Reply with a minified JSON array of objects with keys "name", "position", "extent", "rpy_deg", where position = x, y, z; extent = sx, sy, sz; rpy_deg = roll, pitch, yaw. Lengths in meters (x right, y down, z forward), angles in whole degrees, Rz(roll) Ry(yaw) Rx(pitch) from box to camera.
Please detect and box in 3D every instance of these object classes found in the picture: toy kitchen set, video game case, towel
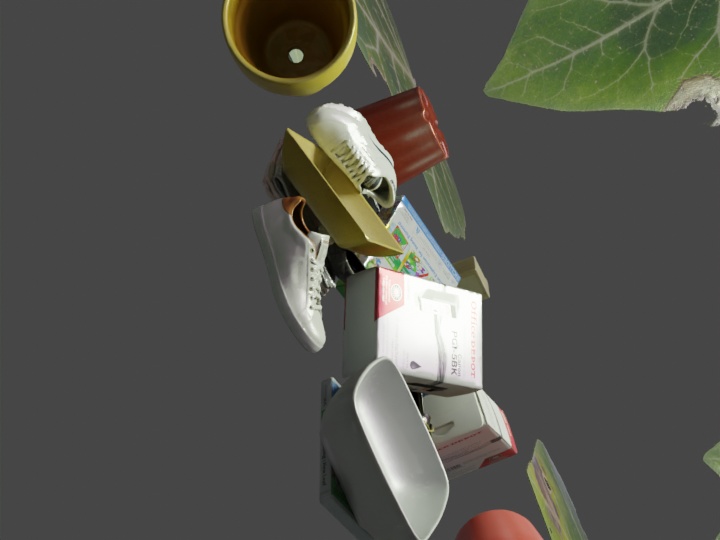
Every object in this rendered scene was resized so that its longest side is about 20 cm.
[{"name":"toy kitchen set","position":[0.164,0.015,1.883],"extent":[0.202,0.178,0.164],"rpy_deg":[-90,155,-48]},{"name":"video game case","position":[0.009,0.261,1.192],"extent":[0.201,0.022,0.184],"rpy_deg":[51,24,-35]},{"name":"towel","position":[-0.079,-0.086,1.423],"extent":[0.192,0.032,0.202],"rpy_deg":[-81,147,-65]}]

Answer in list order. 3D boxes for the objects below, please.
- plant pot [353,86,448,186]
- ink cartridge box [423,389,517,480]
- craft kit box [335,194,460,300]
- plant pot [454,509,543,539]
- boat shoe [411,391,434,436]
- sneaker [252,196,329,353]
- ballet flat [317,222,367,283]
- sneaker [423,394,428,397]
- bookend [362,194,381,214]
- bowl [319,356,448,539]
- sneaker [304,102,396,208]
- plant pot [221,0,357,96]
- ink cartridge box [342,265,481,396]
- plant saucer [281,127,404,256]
[{"name":"plant pot","position":[0.058,-0.251,1.856],"extent":[0.202,0.193,0.202],"rpy_deg":[60,15,-28]},{"name":"ink cartridge box","position":[0.155,0.263,1.542],"extent":[0.200,0.145,0.084],"rpy_deg":[47,23,-58]},{"name":"craft kit box","position":[0.067,0.019,1.550],"extent":[0.201,0.048,0.199],"rpy_deg":[53,50,-30]},{"name":"plant pot","position":[0.220,0.468,1.422],"extent":[0.203,0.198,0.178],"rpy_deg":[62,6,-20]},{"name":"boat shoe","position":[0.074,0.220,1.395],"extent":[0.072,0.060,0.204],"rpy_deg":[50,23,-51]},{"name":"sneaker","position":[-0.071,0.001,1.212],"extent":[0.073,0.083,0.203],"rpy_deg":[2,68,-77]},{"name":"ballet flat","position":[0.000,0.000,1.405],"extent":[0.201,0.056,0.067],"rpy_deg":[52,26,-29]},{"name":"sneaker","position":[0.110,0.162,1.611],"extent":[0.078,0.075,0.200],"rpy_deg":[62,4,-21]},{"name":"bookend","position":[0.011,-0.077,1.625],"extent":[0.202,0.091,0.200],"rpy_deg":[67,15,-4]},{"name":"bowl","position":[0.024,0.218,1.139],"extent":[0.202,0.074,0.200],"rpy_deg":[65,20,-2]},{"name":"sneaker","position":[-0.008,-0.173,1.432],"extent":[0.199,0.076,0.082],"rpy_deg":[36,35,-40]},{"name":"plant pot","position":[-0.102,-0.354,1.452],"extent":[0.189,0.198,0.204],"rpy_deg":[88,-19,-83]},{"name":"ink cartridge box","position":[0.078,0.091,1.355],"extent":[0.197,0.082,0.150],"rpy_deg":[14,69,-34]},{"name":"plant saucer","position":[-0.033,-0.096,1.367],"extent":[0.201,0.048,0.200],"rpy_deg":[54,11,14]}]
